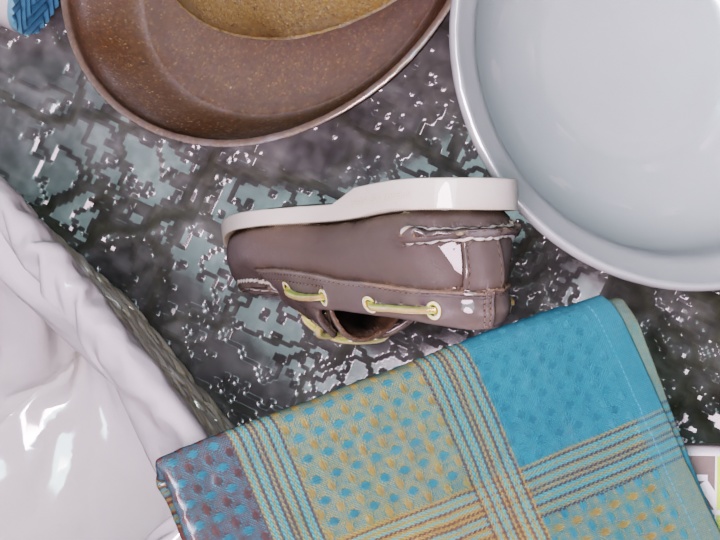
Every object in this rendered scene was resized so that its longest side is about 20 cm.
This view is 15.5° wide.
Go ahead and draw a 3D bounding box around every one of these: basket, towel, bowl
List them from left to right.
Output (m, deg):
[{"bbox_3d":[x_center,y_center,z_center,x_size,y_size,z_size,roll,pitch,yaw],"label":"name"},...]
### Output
[{"bbox_3d":[-0.144,0.101,1.075,0.200,0.161,0.198,-43,63,3],"label":"basket"},{"bbox_3d":[0.038,0.104,0.980,0.200,0.022,0.147,-19,84,-21],"label":"towel"},{"bbox_3d":[0.123,-0.090,1.093,0.201,0.090,0.201,0,89,-13],"label":"bowl"}]

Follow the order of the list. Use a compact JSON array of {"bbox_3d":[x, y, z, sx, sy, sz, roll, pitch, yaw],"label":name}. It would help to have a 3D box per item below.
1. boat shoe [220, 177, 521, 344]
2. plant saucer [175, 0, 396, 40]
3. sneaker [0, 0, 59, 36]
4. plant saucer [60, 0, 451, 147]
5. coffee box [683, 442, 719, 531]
[{"bbox_3d":[0.000,0.000,1.076,0.072,0.200,0.060,-2,86,-30],"label":"boat shoe"},{"bbox_3d":[-0.015,-0.189,1.084,0.200,0.035,0.200,-18,55,27],"label":"plant saucer"},{"bbox_3d":[-0.165,-0.206,1.161,0.081,0.077,0.200,8,84,14],"label":"sneaker"},{"bbox_3d":[-0.033,-0.139,1.135,0.200,0.037,0.200,-10,65,22],"label":"plant saucer"},{"bbox_3d":[0.192,0.110,1.069,0.200,0.114,0.080,1,86,9],"label":"coffee box"}]
